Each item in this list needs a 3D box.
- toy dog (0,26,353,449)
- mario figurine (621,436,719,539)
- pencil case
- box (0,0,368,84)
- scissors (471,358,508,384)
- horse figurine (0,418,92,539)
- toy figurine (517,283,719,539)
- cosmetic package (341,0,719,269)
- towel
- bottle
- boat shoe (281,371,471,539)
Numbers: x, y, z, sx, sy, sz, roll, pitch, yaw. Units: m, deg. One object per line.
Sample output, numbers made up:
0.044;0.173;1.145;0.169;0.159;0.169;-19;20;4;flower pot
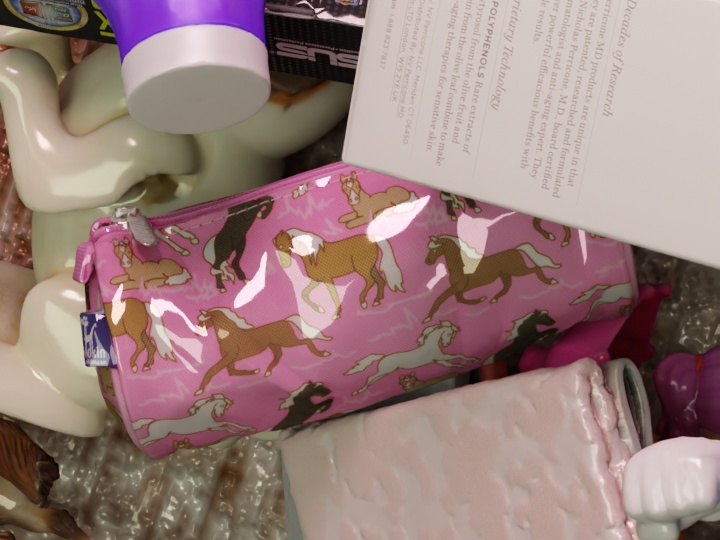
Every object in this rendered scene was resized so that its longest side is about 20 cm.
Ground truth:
-0.065;-0.039;1.026;0.193;0.140;0.201;23;106;3;toy dog
0.148;0.099;0.809;0.124;0.106;0.200;51;157;31;mario figurine
0.000;0.000;0.947;0.199;0.087;0.083;-16;58;-1;pencil case
-0.035;-0.171;0.972;0.159;0.044;0.201;9;66;8;box
0.053;0.106;1.036;0.014;0.073;0.201;-5;97;-5;scissors
-0.175;0.132;1.132;0.133;0.050;0.200;46;120;28;horse figurine
0.139;0.086;0.980;0.199;0.150;0.185;-22;80;1;toy figurine
0.108;-0.054;0.837;0.199;0.108;0.085;15;107;16;cosmetic package
0.051;0.138;0.933;0.191;0.032;0.201;-19;84;54;towel
-0.065;-0.143;0.891;0.083;0.065;0.201;-39;52;49;bottle
0.014;0.082;1.044;0.072;0.066;0.201;11;108;25;boat shoe
